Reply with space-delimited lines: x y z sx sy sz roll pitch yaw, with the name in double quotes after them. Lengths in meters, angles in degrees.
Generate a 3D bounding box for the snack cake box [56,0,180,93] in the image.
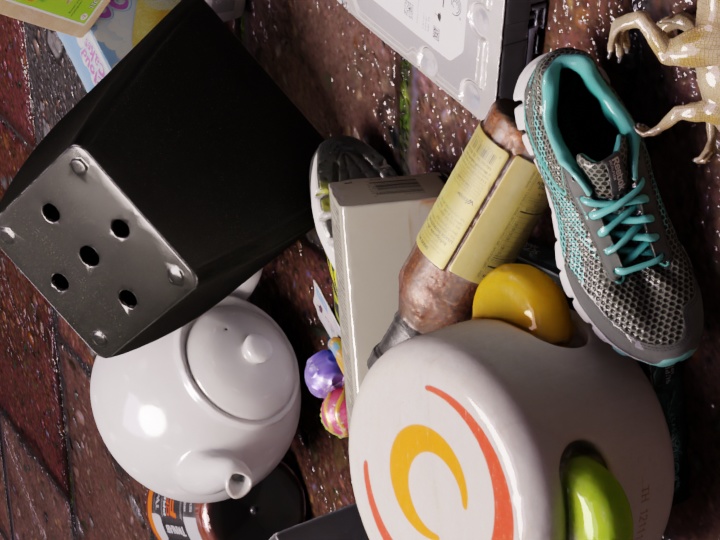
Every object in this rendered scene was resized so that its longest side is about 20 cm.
-0.193 -0.216 1.601 0.200 0.115 0.067 60 151 22 "snack cake box"

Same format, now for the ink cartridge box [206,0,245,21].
-0.143 -0.323 1.525 0.200 0.050 0.161 60 152 34 "ink cartridge box"

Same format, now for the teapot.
-0.122 0.089 1.601 0.200 0.197 0.146 55 133 5 "teapot"

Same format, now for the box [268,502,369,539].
0.006 0.295 1.520 0.200 0.122 0.106 65 153 14 "box"

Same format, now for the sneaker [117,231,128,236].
-0.198 -0.021 1.599 0.200 0.070 0.080 -37 -76 -79 "sneaker"

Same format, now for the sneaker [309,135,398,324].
0.000 0.000 1.406 0.085 0.074 0.200 -18 90 64 "sneaker"

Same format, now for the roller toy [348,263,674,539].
0.094 0.116 1.159 0.200 0.140 0.182 60 140 20 "roller toy"

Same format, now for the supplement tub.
-0.136 0.221 1.768 0.200 0.107 0.107 -11 96 63 "supplement tub"

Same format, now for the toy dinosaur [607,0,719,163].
0.189 -0.121 1.011 0.101 0.058 0.200 9 122 45 "toy dinosaur"

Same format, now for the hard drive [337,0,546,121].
0.049 -0.198 1.234 0.200 0.038 0.140 45 143 42 "hard drive"

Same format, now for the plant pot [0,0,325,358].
-0.160 -0.053 1.434 0.200 0.177 0.199 50 129 -5 "plant pot"

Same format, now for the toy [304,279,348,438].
-0.006 0.115 1.482 0.200 0.047 0.115 60 172 14 "toy"

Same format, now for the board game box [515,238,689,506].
0.138 0.058 1.228 0.200 0.028 0.135 28 130 55 "board game box"

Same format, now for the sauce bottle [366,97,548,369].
0.065 -0.012 1.203 0.066 0.066 0.200 49 119 38 "sauce bottle"

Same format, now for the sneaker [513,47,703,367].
0.140 -0.039 1.081 0.091 0.078 0.200 63 -177 -81 "sneaker"

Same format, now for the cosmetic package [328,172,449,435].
0.031 0.040 1.306 0.103 0.087 0.200 -116 22 -75 "cosmetic package"

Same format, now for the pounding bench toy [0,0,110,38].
-0.246 -0.320 1.497 0.200 0.124 0.156 -50 62 18 "pounding bench toy"
